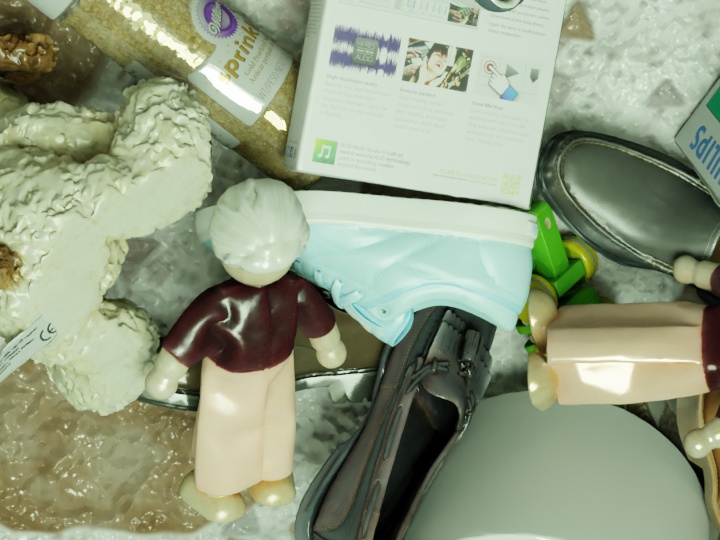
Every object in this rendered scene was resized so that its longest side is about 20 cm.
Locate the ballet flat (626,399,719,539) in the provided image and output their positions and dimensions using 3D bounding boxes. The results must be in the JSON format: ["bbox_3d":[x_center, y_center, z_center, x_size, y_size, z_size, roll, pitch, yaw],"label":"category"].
[{"bbox_3d":[0.196,0.127,1.252,0.067,0.046,0.201,-23,118,-18],"label":"ballet flat"}]

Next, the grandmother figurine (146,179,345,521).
[{"bbox_3d":[-0.064,0.043,1.088,0.121,0.060,0.201,-19,130,-39],"label":"grandmother figurine"}]

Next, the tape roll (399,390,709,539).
[{"bbox_3d":[0.108,0.192,1.185,0.201,0.140,0.204,5,123,8],"label":"tape roll"}]

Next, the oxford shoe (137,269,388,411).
[{"bbox_3d":[-0.061,0.036,1.182,0.198,0.073,0.085,-6,109,-15],"label":"oxford shoe"}]

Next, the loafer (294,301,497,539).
[{"bbox_3d":[0.037,0.090,1.152,0.072,0.063,0.201,42,71,-36],"label":"loafer"}]

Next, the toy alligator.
[{"bbox_3d":[0.105,0.000,1.192,0.054,0.059,0.201,-9,112,46],"label":"toy alligator"}]

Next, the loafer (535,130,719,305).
[{"bbox_3d":[0.197,-0.026,1.166,0.199,0.072,0.073,26,84,-16],"label":"loafer"}]

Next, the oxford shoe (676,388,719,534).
[{"bbox_3d":[0.247,0.119,1.194,0.071,0.072,0.200,5,152,27],"label":"oxford shoe"}]

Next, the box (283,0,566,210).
[{"bbox_3d":[0.043,-0.144,1.101,0.143,0.036,0.202,9,96,-19],"label":"box"}]

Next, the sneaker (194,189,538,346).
[{"bbox_3d":[0.000,0.000,1.124,0.198,0.074,0.083,3,83,9],"label":"sneaker"}]

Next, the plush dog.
[{"bbox_3d":[-0.193,-0.035,1.093,0.160,0.172,0.201,0,117,-38],"label":"plush dog"}]

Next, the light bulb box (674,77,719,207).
[{"bbox_3d":[0.324,-0.084,1.135,0.198,0.125,0.201,32,105,-16],"label":"light bulb box"}]

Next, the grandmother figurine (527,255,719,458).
[{"bbox_3d":[0.194,0.045,1.101,0.198,0.061,0.122,-6,73,17],"label":"grandmother figurine"}]

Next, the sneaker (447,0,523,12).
[{"bbox_3d":[0.077,-0.232,1.023,0.073,0.071,0.202,-10,114,-26],"label":"sneaker"}]

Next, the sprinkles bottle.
[{"bbox_3d":[-0.096,-0.125,1.117,0.199,0.068,0.068,37,104,-17],"label":"sprinkles bottle"}]
